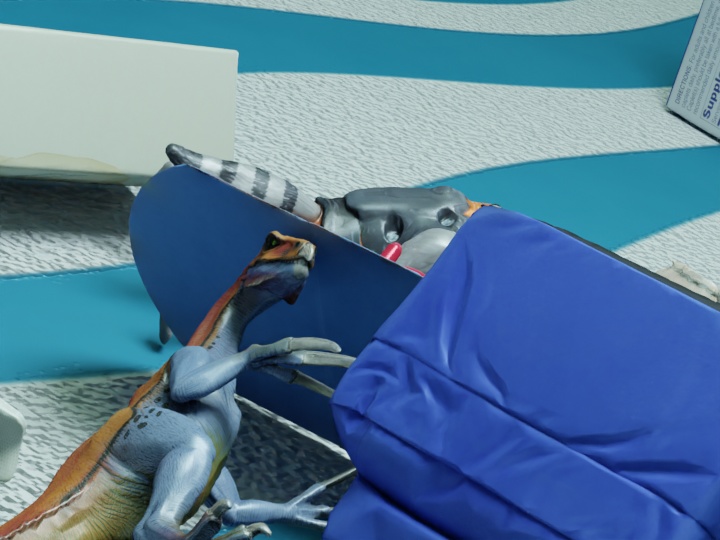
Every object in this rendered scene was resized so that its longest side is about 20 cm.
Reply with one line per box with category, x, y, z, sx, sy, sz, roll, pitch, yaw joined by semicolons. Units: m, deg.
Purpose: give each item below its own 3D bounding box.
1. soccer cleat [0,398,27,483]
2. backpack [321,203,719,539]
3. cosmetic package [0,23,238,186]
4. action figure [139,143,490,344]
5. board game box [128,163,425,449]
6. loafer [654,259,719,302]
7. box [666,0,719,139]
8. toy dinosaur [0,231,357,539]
soccer cleat;-0.186;0.066;0.782;0.086;0.070;0.200;24;20;16
backpack;0.085;0.097;0.812;0.162;0.168;0.200;35;-9;37
cosmetic package;-0.171;-0.082;1.142;0.200;0.073;0.103;3;-1;-37
action figure;0.000;0.000;1.084;0.193;0.105;0.200;2;20;-14
board game box;-0.006;0.017;0.956;0.200;0.158;0.039;25;58;22
loafer;0.170;0.035;0.928;0.072;0.063;0.200;40;0;39
box;0.355;-0.164;1.707;0.105;0.184;0.200;-1;28;-40
toy dinosaur;-0.066;0.050;0.824;0.200;0.105;0.182;11;35;-17
